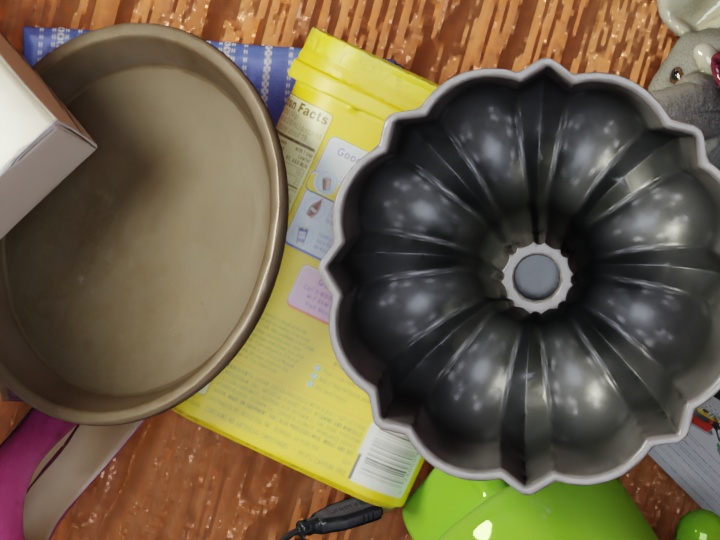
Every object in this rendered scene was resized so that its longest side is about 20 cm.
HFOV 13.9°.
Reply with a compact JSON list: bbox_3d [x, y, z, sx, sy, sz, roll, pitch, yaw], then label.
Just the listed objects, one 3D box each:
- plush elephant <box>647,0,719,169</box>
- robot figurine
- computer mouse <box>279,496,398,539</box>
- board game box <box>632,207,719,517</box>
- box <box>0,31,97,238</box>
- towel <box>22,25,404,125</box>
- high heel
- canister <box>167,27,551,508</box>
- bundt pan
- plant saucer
[{"bbox_3d":[0.201,-0.083,1.463,0.154,0.200,0.165,-2,96,22],"label":"plush elephant"},{"bbox_3d":[0.105,0.174,1.452,0.200,0.175,0.116,58,134,19],"label":"robot figurine"},{"bbox_3d":[0.048,0.175,1.533,0.199,0.046,0.141,-15,65,-20],"label":"computer mouse"},{"bbox_3d":[0.185,0.062,1.492,0.200,0.126,0.035,45,53,-6],"label":"board game box"},{"bbox_3d":[-0.226,-0.111,1.454,0.082,0.068,0.200,-41,75,5],"label":"box"},{"bbox_3d":[-0.080,-0.046,1.520,0.199,0.024,0.145,5,96,-2],"label":"towel"},{"bbox_3d":[-0.143,0.108,1.474,0.096,0.067,0.201,2,62,6],"label":"high heel"},{"bbox_3d":[0.000,0.000,1.473,0.148,0.087,0.201,25,95,-1],"label":"canister"},{"bbox_3d":[0.081,-0.001,1.390,0.201,0.076,0.203,0,97,1],"label":"bundt pan"},{"bbox_3d":[-0.115,-0.022,1.457,0.199,0.029,0.201,-6,78,30],"label":"plant saucer"}]
